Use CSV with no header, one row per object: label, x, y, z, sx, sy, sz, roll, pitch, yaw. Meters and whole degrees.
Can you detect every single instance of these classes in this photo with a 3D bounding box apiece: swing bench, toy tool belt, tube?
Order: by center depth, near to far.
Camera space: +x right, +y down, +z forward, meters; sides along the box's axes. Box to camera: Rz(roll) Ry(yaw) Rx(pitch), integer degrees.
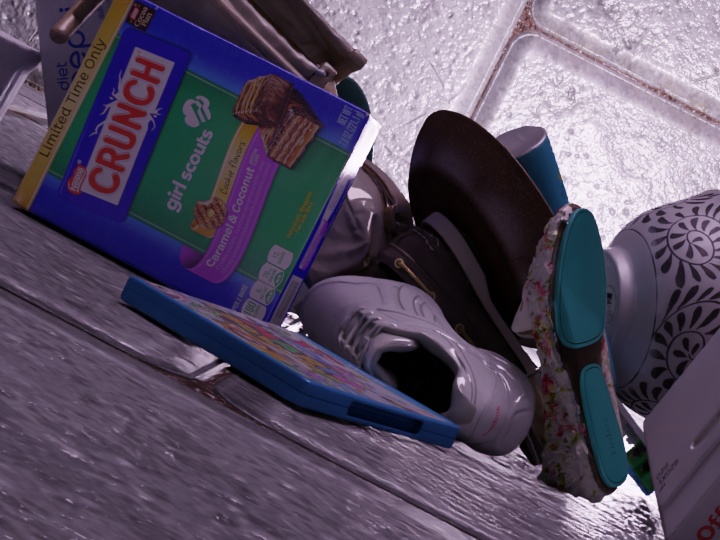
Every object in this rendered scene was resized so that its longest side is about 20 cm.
tube,0.145,-0.009,1.430,0.078,0.050,0.201,-108,175,-64
toy tool belt,0.000,0.000,1.504,0.123,0.124,0.201,49,10,-52
swing bench,-0.107,-0.184,1.506,0.199,0.130,0.200,44,26,-11

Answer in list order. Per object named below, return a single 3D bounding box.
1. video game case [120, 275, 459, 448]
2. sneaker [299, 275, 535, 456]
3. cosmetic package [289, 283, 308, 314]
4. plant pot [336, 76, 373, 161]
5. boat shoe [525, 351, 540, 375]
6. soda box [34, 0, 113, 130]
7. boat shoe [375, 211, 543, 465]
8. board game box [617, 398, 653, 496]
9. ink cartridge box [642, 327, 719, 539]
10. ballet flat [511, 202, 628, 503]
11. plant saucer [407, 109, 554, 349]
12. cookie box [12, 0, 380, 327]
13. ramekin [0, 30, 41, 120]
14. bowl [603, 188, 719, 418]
video game case,-0.038,0.057,1.173,0.143,0.018,0.200,28,2,30
sneaker,0.024,0.052,1.311,0.199,0.078,0.099,28,5,36
cosmetic package,-0.098,-0.024,1.606,0.101,0.072,0.200,29,4,35
plant pot,-0.105,-0.100,1.810,0.160,0.202,0.200,16,-3,27
boat shoe,0.122,0.102,1.574,0.062,0.072,0.200,44,0,-40
soda box,-0.230,-0.167,1.615,0.068,0.202,0.063,-6,4,-2
boat shoe,0.081,0.058,1.400,0.201,0.059,0.072,61,-13,-5
board game box,0.182,0.096,1.562,0.201,0.026,0.200,54,2,11
ink cartridge box,0.327,0.142,1.386,0.199,0.148,0.145,28,26,-15
ballet flat,0.134,0.058,1.306,0.064,0.202,0.075,-8,-3,39
plant saucer,0.090,-0.020,1.415,0.201,0.036,0.201,52,-19,25
cookie box,-0.113,-0.075,1.352,0.199,0.172,0.075,27,-1,7
ramekin,-0.374,-0.184,1.615,0.199,0.098,0.200,28,3,-2
bowl,0.227,0.031,1.512,0.093,0.203,0.201,6,8,-15
